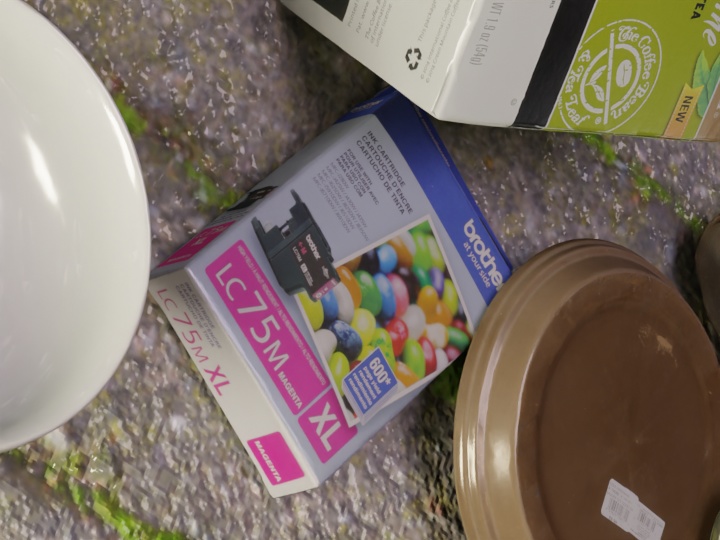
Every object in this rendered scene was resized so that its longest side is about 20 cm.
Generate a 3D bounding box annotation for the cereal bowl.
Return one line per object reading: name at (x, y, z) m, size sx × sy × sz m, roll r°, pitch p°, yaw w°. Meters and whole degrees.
cereal bowl at (-0.186, -0.018, 1.120) m, size 0.200 × 0.083 × 0.201 m, roll 12°, pitch 71°, yaw -39°

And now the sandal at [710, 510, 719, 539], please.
sandal at (0.227, 0.181, 1.446) m, size 0.080 × 0.057 × 0.201 m, roll -35°, pitch 125°, yaw -4°

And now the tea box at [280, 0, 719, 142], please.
tea box at (0.099, -0.180, 1.317) m, size 0.196 × 0.134 × 0.200 m, roll 0°, pitch 118°, yaw -41°

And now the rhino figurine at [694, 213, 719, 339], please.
rhino figurine at (0.229, 0.055, 1.474) m, size 0.087 × 0.060 × 0.200 m, roll -13°, pitch 88°, yaw -23°

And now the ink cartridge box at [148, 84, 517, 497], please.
ink cartridge box at (0.000, 0.000, 1.308) m, size 0.200 × 0.042 × 0.119 m, roll -42°, pitch 107°, yaw -41°

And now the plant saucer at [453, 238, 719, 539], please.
plant saucer at (0.120, 0.084, 1.371) m, size 0.200 × 0.029 × 0.201 m, roll 1°, pitch 88°, yaw -47°
